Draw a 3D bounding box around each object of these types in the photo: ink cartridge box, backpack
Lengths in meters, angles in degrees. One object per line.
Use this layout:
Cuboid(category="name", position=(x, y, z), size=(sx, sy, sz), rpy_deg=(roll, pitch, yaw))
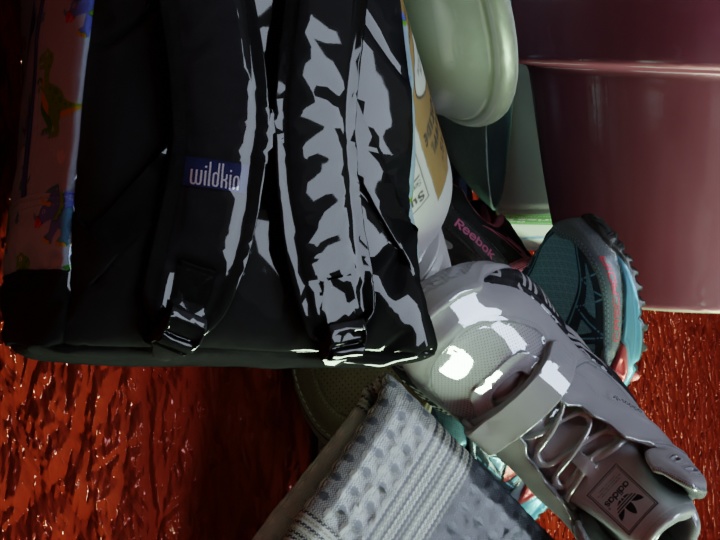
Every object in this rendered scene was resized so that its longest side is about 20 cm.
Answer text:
Cuboid(category="ink cartridge box", position=(0.116, -0.095, 1.458), size=(0.200, 0.087, 0.145), rpy_deg=(60, 29, -84))
Cuboid(category="backpack", position=(-0.057, -0.070, 0.853), size=(0.154, 0.163, 0.200), rpy_deg=(-165, -103, -66))

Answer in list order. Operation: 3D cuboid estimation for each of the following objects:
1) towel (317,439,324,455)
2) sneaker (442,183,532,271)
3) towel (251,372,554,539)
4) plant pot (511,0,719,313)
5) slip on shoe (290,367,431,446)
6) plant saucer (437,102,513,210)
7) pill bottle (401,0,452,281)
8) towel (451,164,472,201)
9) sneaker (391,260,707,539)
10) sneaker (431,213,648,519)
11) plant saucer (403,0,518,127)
Cuboid(category="towel", position=(0.009, 0.111, 1.267), size=(0.133, 0.034, 0.200), rpy_deg=(12, 77, -73))
Cuboid(category="sneaker", position=(0.081, 0.009, 1.298), size=(0.200, 0.079, 0.095), rpy_deg=(31, 47, -54))
Cuboid(category="towel", position=(0.017, 0.181, 1.037), size=(0.193, 0.035, 0.200), rpy_deg=(46, 63, -21))
Cuboid(category="plant pot", position=(0.178, -0.072, 1.262), size=(0.200, 0.200, 0.179), rpy_deg=(-18, 111, -73))
Cuboid(category="slip on shoe", position=(0.000, 0.000, 1.167), size=(0.061, 0.076, 0.200), rpy_deg=(70, 21, -61))
Cuboid(category="plant saucer", position=(0.060, -0.133, 1.257), size=(0.201, 0.039, 0.201), rpy_deg=(3, 90, -82))
Cuboid(category="pill bottle", position=(-0.020, -0.053, 1.035), size=(0.200, 0.114, 0.114), rpy_deg=(71, 23, -46))
Cuboid(category="towel", position=(0.025, -0.115, 1.321), size=(0.112, 0.048, 0.200), rpy_deg=(-47, 133, -67))
Cuboid(category="sneaker", position=(0.094, 0.073, 1.074), size=(0.200, 0.075, 0.115), rpy_deg=(37, 10, -49))
Cuboid(category="sneaker", position=(0.076, 0.061, 1.191), size=(0.095, 0.079, 0.200), rpy_deg=(-3, 128, -35))
Cuboid(category="plant saucer", position=(0.001, -0.150, 1.083), size=(0.200, 0.050, 0.200), rpy_deg=(56, -15, 24))
